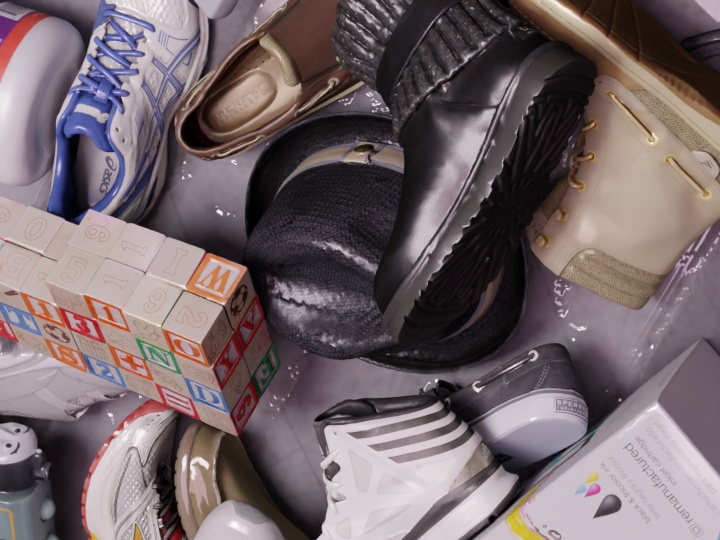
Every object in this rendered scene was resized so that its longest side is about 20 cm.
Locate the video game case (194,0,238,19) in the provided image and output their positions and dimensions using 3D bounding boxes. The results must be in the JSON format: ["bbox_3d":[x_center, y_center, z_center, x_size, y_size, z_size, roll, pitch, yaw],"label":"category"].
[{"bbox_3d":[-0.102,-0.286,1.549,0.200,0.022,0.183,52,130,19],"label":"video game case"}]

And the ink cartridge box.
[{"bbox_3d":[0.168,0.172,1.561,0.200,0.146,0.147,-41,88,23],"label":"ink cartridge box"}]

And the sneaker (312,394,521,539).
[{"bbox_3d":[-0.007,0.148,1.585,0.200,0.076,0.116,-39,90,19],"label":"sneaker"}]

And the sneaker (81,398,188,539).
[{"bbox_3d":[-0.137,0.175,1.705,0.082,0.078,0.201,16,117,19],"label":"sneaker"}]

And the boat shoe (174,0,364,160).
[{"bbox_3d":[-0.034,-0.133,1.586,0.202,0.075,0.075,-41,90,19],"label":"boat shoe"}]

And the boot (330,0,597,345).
[{"bbox_3d":[0.033,-0.080,1.495,0.158,0.079,0.212,38,107,28],"label":"boot"}]

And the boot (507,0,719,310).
[{"bbox_3d":[0.137,-0.079,1.533,0.200,0.073,0.156,35,121,-11],"label":"boot"}]

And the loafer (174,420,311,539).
[{"bbox_3d":[-0.063,0.187,1.686,0.067,0.076,0.201,-14,109,20],"label":"loafer"}]

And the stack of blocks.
[{"bbox_3d":[-0.157,0.019,1.601,0.199,0.059,0.115,20,153,23],"label":"stack of blocks"}]

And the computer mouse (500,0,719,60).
[{"bbox_3d":[0.156,-0.185,1.536,0.199,0.046,0.141,-15,114,23],"label":"computer mouse"}]

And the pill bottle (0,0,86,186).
[{"bbox_3d":[-0.285,-0.134,1.654,0.199,0.112,0.113,19,109,14],"label":"pill bottle"}]

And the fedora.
[{"bbox_3d":[0.000,0.000,1.580,0.200,0.092,0.202,15,124,24],"label":"fedora"}]

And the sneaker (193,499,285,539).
[{"bbox_3d":[-0.098,0.238,1.635,0.070,0.080,0.201,25,120,11],"label":"sneaker"}]

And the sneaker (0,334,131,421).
[{"bbox_3d":[-0.185,0.060,1.707,0.199,0.075,0.082,-2,137,14],"label":"sneaker"}]

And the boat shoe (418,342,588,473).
[{"bbox_3d":[0.061,0.099,1.623,0.200,0.070,0.067,-30,53,41],"label":"boat shoe"}]

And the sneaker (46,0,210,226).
[{"bbox_3d":[-0.151,-0.113,1.629,0.075,0.088,0.201,16,107,16],"label":"sneaker"}]

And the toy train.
[{"bbox_3d":[-0.255,0.180,1.726,0.113,0.085,0.201,8,123,13],"label":"toy train"}]
